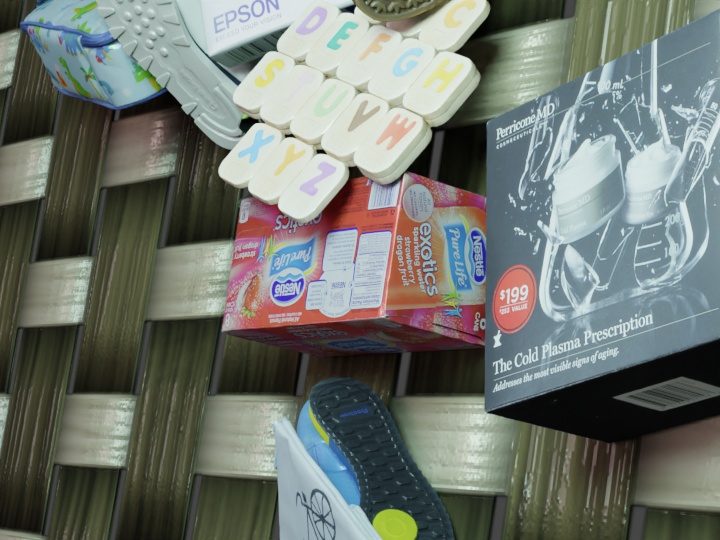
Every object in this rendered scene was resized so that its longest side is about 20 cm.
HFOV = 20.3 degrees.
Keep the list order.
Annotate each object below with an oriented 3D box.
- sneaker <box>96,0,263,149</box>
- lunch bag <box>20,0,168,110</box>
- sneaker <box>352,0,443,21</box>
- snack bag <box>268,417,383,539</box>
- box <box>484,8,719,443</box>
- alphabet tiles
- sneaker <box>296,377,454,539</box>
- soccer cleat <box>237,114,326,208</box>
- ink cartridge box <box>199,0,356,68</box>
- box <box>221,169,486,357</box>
[{"bbox_3d":[-0.129,-0.188,1.537,0.076,0.200,0.081,-16,27,47],"label":"sneaker"},{"bbox_3d":[-0.177,-0.207,1.655,0.200,0.160,0.083,21,140,60],"label":"lunch bag"},{"bbox_3d":[0.064,-0.250,1.360,0.200,0.067,0.090,-43,28,1],"label":"sneaker"},{"bbox_3d":[-0.007,0.220,1.284,0.200,0.021,0.190,47,146,50],"label":"snack bag"},{"bbox_3d":[0.168,-0.018,1.122,0.199,0.104,0.184,-23,58,49],"label":"box"},{"bbox_3d":[-0.008,-0.123,1.348,0.196,0.015,0.200,-49,38,-9],"label":"alphabet tiles"},{"bbox_3d":[0.008,0.165,1.333,0.201,0.065,0.079,-117,32,-41],"label":"sneaker"},{"bbox_3d":[-0.045,-0.130,1.494,0.067,0.081,0.202,-9,70,54],"label":"soccer cleat"},{"bbox_3d":[-0.036,-0.273,1.475,0.198,0.041,0.202,-18,72,24],"label":"ink cartridge box"},{"bbox_3d":[0.000,0.000,1.366,0.199,0.095,0.101,-7,71,54],"label":"box"}]
